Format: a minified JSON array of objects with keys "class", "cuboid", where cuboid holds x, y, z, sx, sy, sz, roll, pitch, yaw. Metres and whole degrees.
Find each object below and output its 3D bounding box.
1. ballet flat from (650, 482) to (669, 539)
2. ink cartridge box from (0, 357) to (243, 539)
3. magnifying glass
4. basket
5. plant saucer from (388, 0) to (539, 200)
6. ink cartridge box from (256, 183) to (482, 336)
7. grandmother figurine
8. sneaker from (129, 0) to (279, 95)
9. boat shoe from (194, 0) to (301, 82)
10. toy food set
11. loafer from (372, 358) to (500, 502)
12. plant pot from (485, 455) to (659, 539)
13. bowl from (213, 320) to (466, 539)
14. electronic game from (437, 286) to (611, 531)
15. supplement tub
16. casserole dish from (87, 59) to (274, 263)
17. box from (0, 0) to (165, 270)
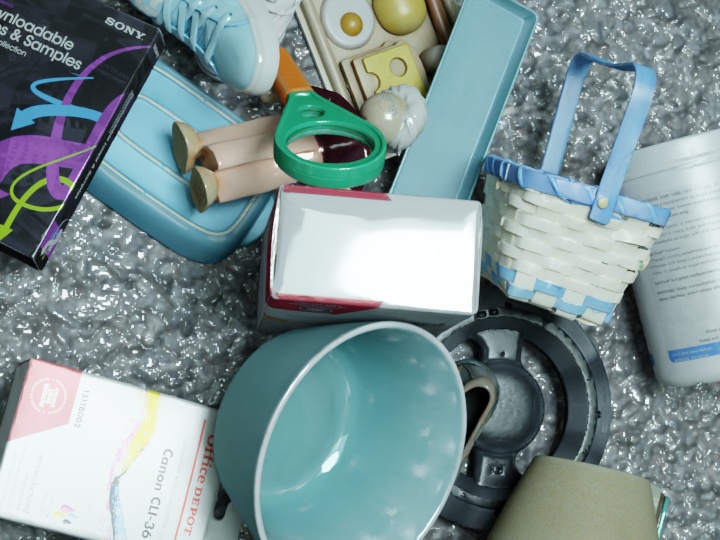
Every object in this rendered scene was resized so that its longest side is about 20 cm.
[{"class":"ballet flat","cuboid":[0.213,0.274,1.261,0.062,0.067,0.201,10,75,9]},{"class":"ink cartridge box","cuboid":[-0.168,0.147,1.118,0.199,0.067,0.117,17,77,-18]},{"class":"magnifying glass","cuboid":[-0.039,-0.115,1.111,0.079,0.200,0.022,-7,125,-16]},{"class":"basket","cuboid":[0.169,-0.070,1.188,0.138,0.176,0.201,11,100,-9]},{"class":"plant saucer","cuboid":[0.081,-0.133,1.229,0.070,0.019,0.201,25,82,-22]},{"class":"ink cartridge box","cuboid":[0.000,0.000,1.115,0.147,0.200,0.086,4,82,-7]},{"class":"grandmother figurine","cuboid":[-0.037,-0.098,1.158,0.199,0.061,0.122,-19,80,-21]},{"class":"sneaker","cuboid":[-0.136,-0.199,1.132,0.082,0.074,0.200,-12,49,-36]},{"class":"boat shoe","cuboid":[-0.070,-0.238,1.173,0.073,0.065,0.201,31,96,1]},{"class":"toy food set","cuboid":[0.032,-0.201,1.240,0.143,0.060,0.201,-22,91,-22]},{"class":"loafer","cuboid":[0.041,0.158,1.172,0.072,0.063,0.201,32,92,-4]},{"class":"plant pot","cuboid":[0.160,0.251,1.161,0.186,0.187,0.201,17,80,-18]},{"class":"bowl","cuboid":[-0.028,0.122,1.098,0.200,0.105,0.202,-15,113,-39]},{"class":"electronic game","cuboid":[0.112,0.113,1.242,0.199,0.042,0.201,1,85,-12]},{"class":"supplement tub","cuboid":[0.291,-0.011,1.278,0.131,0.132,0.201,-13,89,-22]},{"class":"casserole dish","cuboid":[-0.148,-0.093,1.172,0.200,0.039,0.121,36,73,-14]},{"class":"box","cuboid":[-0.252,-0.119,1.112,0.142,0.036,0.201,24,73,5]}]
